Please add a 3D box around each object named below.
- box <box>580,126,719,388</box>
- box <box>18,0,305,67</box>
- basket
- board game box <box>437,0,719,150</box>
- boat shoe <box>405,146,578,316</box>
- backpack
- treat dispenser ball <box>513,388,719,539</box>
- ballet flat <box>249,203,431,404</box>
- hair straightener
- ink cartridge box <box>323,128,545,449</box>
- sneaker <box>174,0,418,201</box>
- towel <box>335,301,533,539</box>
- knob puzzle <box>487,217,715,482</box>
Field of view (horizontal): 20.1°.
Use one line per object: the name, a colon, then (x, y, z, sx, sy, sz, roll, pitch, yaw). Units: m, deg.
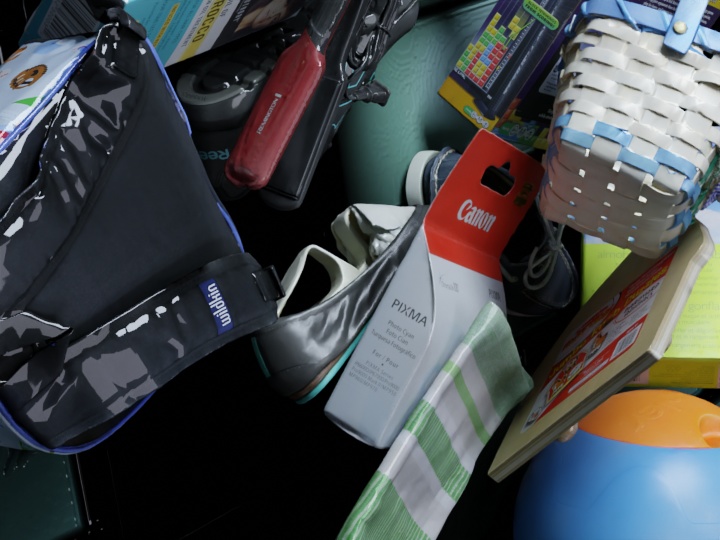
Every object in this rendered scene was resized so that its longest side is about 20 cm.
box: (0.221, -0.012, 1.487, 0.048, 0.121, 0.202, 80, 13, -57)
box: (-0.094, -0.162, 1.137, 0.049, 0.082, 0.199, 47, 42, 12)
basket: (0.194, -0.121, 1.308, 0.177, 0.138, 0.202, 88, 21, -71)
board game box: (0.161, -0.163, 1.411, 0.166, 0.057, 0.199, -57, 152, 15)
boat shoe: (0.107, -0.025, 1.420, 0.200, 0.061, 0.075, 45, 55, -43)
backpack: (-0.161, -0.007, 1.011, 0.201, 0.153, 0.191, 62, 39, -24)
treat dispenser ball: (0.207, 0.186, 1.444, 0.200, 0.199, 0.203, -2, 93, -51)
ballet flat: (0.000, 0.000, 1.283, 0.069, 0.068, 0.200, 50, 51, -6)
hair straightener: (-0.012, -0.127, 1.184, 0.077, 0.041, 0.202, 33, 75, -51)
ink cartridge box: (0.066, 0.020, 1.292, 0.201, 0.047, 0.160, -61, 158, 5)
sneaker: (-0.036, -0.115, 1.241, 0.199, 0.075, 0.080, -36, 128, -36)
towel: (0.044, 0.130, 1.290, 0.201, 0.023, 0.153, -56, 158, -11)
knob puzzle: (0.175, 0.041, 1.349, 0.030, 0.220, 0.220, 39, 55, -6)
